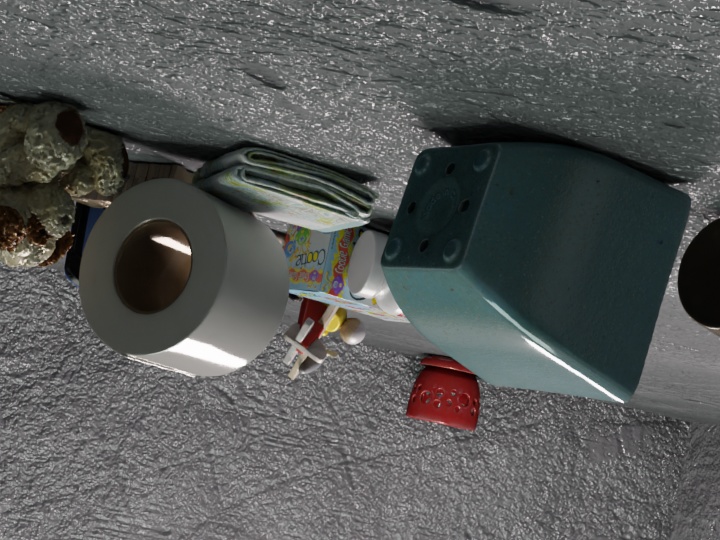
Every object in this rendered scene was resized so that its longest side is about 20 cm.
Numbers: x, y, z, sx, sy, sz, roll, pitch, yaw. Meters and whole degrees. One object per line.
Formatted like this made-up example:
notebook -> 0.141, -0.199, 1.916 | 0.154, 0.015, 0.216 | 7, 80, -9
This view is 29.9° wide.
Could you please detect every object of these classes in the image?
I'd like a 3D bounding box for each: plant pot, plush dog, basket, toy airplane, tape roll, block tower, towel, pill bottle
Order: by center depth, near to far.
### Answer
plant pot -> 0.135, -0.017, 1.195 | 0.199, 0.198, 0.195 | 28, 165, -32
basket -> 0.412, 0.030, 1.307 | 0.199, 0.137, 0.180 | 22, 173, -38
plush dog -> -0.360, -0.088, 1.470 | 0.159, 0.173, 0.200 | 11, 174, 13
towel -> -0.087, -0.091, 1.521 | 0.170, 0.049, 0.200 | 18, 171, -20
tape roll -> -0.199, 0.011, 1.530 | 0.201, 0.204, 0.139 | 8, 171, 29
block tower -> -0.290, -0.105, 1.702 | 0.199, 0.054, 0.058 | 7, 172, 38
pill bottle -> 0.089, 0.013, 1.757 | 0.199, 0.113, 0.112 | 15, 172, -22
toy airplane -> -0.055, 0.088, 2.231 | 0.140, 0.200, 0.200 | 24, 169, -13
plant pot -> 0.238, 0.338, 3.733 | 0.199, 0.184, 0.200 | 11, 172, 2

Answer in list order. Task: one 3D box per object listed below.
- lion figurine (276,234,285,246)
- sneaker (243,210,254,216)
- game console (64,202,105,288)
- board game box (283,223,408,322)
lion figurine -> -0.085, -0.023, 2.010 | 0.199, 0.073, 0.122 | 24, -172, 33
sneaker -> -0.178, -0.061, 1.795 | 0.097, 0.071, 0.200 | 17, 173, -31
game console -> -0.295, -0.039, 1.837 | 0.118, 0.201, 0.171 | -31, 127, 24
board game box -> 0.000, 0.000, 1.838 | 0.199, 0.104, 0.105 | 17, 171, -39
